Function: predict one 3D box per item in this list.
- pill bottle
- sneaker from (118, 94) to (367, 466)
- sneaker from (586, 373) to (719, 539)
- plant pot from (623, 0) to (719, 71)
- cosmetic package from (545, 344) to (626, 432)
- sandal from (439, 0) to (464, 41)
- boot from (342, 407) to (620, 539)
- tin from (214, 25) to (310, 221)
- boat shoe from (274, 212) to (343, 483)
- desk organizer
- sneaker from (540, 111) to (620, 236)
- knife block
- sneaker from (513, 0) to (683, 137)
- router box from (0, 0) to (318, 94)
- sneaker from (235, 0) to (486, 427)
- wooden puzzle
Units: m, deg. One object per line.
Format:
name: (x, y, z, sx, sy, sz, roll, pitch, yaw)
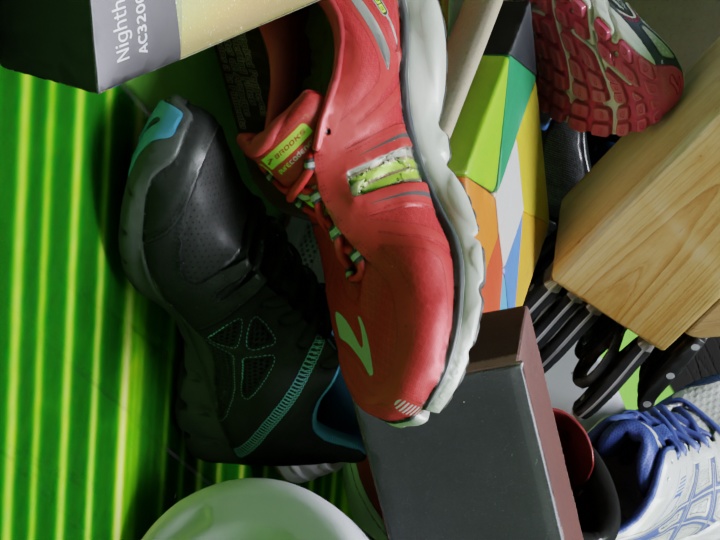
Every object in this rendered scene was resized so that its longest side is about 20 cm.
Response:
pill bottle: (-0.021, 0.165, 1.239, 0.200, 0.111, 0.112, 47, 52, -66)
sneaker: (-0.042, 0.006, 1.173, 0.200, 0.082, 0.073, 73, 31, -47)
sneaker: (0.150, 0.102, 1.448, 0.200, 0.075, 0.088, -40, 150, -38)
plant pot: (0.164, -0.119, 1.558, 0.187, 0.200, 0.188, 6, 90, -72)
cosmetic package: (0.098, 0.096, 1.562, 0.071, 0.101, 0.200, 64, 2, 28)
sandal: (0.027, -0.083, 1.383, 0.079, 0.059, 0.207, -87, 176, -51)
boot: (0.058, 0.093, 1.344, 0.200, 0.072, 0.145, 56, -37, 44)
tin: (-0.017, -0.111, 1.222, 0.112, 0.042, 0.200, -42, 131, -38)
boat shoe: (0.000, 0.000, 1.313, 0.071, 0.069, 0.201, 12, 85, -71)
desk organizer: (0.058, 0.122, 1.210, 0.077, 0.072, 0.200, -71, 148, -70)
sneaker: (0.101, -0.021, 1.527, 0.073, 0.112, 0.200, -44, 137, -37)
knife block: (0.127, -0.022, 1.353, 0.064, 0.175, 0.200, -80, 161, -50)
sneaker: (0.097, -0.136, 1.373, 0.200, 0.075, 0.081, 49, -27, 47)
router box: (-0.063, -0.182, 1.016, 0.157, 0.052, 0.200, -29, 125, -43)
sneaker: (-0.010, -0.033, 1.133, 0.085, 0.077, 0.200, 8, 63, -41)
wooden puzzle: (0.055, -0.031, 1.292, 0.185, 0.037, 0.200, -68, 162, -47)
